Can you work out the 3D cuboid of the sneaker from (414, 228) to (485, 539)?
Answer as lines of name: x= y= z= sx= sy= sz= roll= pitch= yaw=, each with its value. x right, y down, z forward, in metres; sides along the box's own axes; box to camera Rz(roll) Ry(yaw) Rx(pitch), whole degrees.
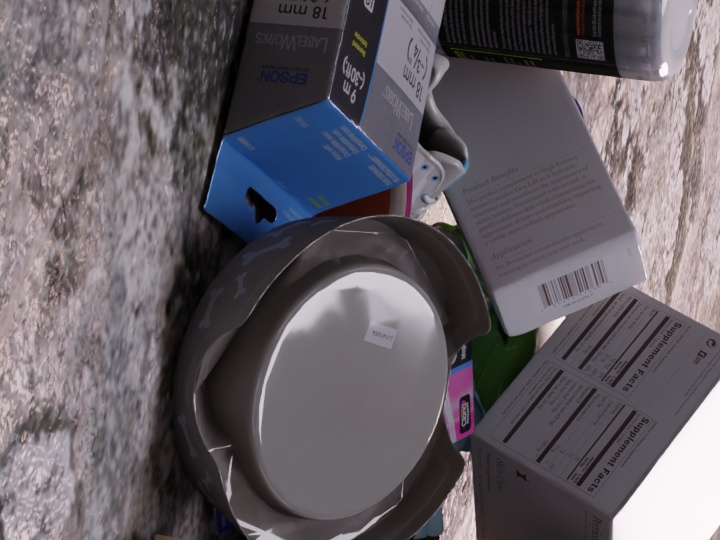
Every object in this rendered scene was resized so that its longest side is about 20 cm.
sneaker: x=0.048 y=0.076 z=1.656 sx=0.074 sy=0.082 sz=0.201 roll=-125 pitch=-130 yaw=-74

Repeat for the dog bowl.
dog bowl: x=-0.018 y=0.062 z=1.419 sx=0.200 sy=0.059 sz=0.201 roll=-15 pitch=113 yaw=-39

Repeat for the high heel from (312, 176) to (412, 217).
high heel: x=0.000 y=0.000 z=1.578 sx=0.096 sy=0.067 sz=0.201 roll=-16 pitch=126 yaw=-68

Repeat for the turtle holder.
turtle holder: x=0.081 y=0.049 z=1.745 sx=0.141 sy=0.131 sz=0.185 roll=-63 pitch=156 yaw=5

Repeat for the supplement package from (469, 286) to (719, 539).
supplement package: x=0.161 y=0.134 z=1.698 sx=0.156 sy=0.111 sz=0.200 roll=-49 pitch=153 yaw=-27

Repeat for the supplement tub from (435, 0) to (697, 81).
supplement tub: x=0.102 y=-0.186 z=1.585 sx=0.122 sy=0.199 sz=0.123 roll=8 pitch=90 yaw=-74

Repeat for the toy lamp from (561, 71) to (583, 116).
toy lamp: x=0.135 y=-0.196 z=1.723 sx=0.058 sy=0.058 sz=0.201 roll=-41 pitch=139 yaw=-66

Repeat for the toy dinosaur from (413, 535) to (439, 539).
toy dinosaur: x=0.026 y=0.201 z=1.747 sx=0.135 sy=0.085 sz=0.201 roll=10 pitch=84 yaw=-74

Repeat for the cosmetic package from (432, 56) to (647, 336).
cosmetic package: x=0.096 y=-0.071 z=1.642 sx=0.074 sy=0.101 sz=0.201 roll=66 pitch=3 yaw=-62

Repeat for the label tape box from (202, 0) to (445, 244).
label tape box: x=-0.014 y=-0.106 z=1.456 sx=0.144 sy=0.063 sz=0.201 roll=40 pitch=60 yaw=-65

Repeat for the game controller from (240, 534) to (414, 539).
game controller: x=-0.017 y=0.153 z=1.529 sx=0.042 sy=0.104 sz=0.200 roll=70 pitch=24 yaw=-13

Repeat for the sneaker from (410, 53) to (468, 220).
sneaker: x=0.023 y=-0.050 z=1.592 sx=0.075 sy=0.086 sz=0.201 roll=-62 pitch=157 yaw=-53

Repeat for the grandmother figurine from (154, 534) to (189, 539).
grandmother figurine: x=-0.104 y=0.242 z=1.357 sx=0.121 sy=0.060 sz=0.201 roll=48 pitch=52 yaw=-77

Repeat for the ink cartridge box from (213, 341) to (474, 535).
ink cartridge box: x=-0.008 y=0.080 z=1.508 sx=0.200 sy=0.037 sz=0.095 roll=-22 pitch=119 yaw=-42
